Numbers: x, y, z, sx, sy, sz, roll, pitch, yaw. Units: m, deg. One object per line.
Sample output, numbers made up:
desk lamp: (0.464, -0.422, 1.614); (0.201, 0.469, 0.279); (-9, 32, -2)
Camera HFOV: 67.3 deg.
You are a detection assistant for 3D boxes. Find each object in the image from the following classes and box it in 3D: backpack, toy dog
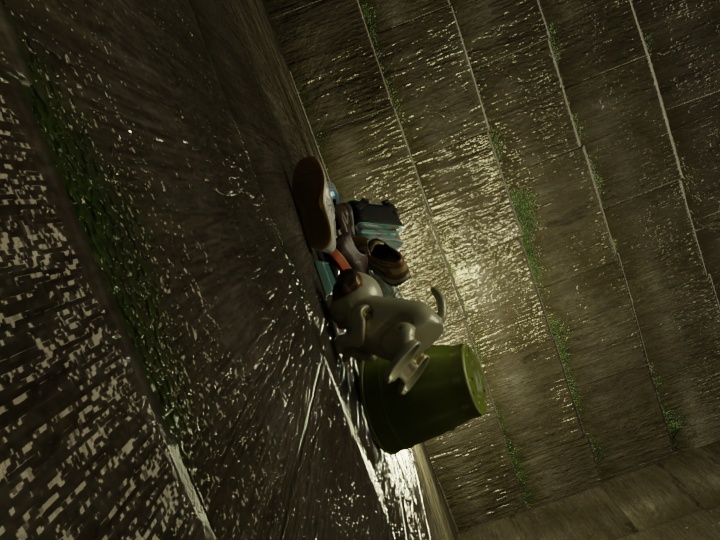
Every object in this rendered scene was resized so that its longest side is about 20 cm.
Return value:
backpack: (0.011, -0.079, 1.466); (0.200, 0.174, 0.155); (-47, -127, 48)
toy dog: (0.029, 0.079, 0.918); (0.199, 0.195, 0.139); (34, 0, 27)

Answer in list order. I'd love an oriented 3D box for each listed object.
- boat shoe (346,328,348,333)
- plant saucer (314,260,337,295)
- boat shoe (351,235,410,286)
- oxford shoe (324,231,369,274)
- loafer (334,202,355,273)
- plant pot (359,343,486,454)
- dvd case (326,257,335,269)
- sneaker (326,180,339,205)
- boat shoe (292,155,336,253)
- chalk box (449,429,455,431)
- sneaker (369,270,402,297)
boat shoe: (-0.003, 0.100, 1.185); (0.202, 0.073, 0.066); (-73, 148, -75)
plant saucer: (-0.065, 0.013, 1.118); (0.200, 0.019, 0.071); (4, 66, -87)
boat shoe: (0.039, -0.040, 1.233); (0.199, 0.075, 0.075); (32, -32, 41)
oxford shoe: (0.000, 0.000, 1.194); (0.071, 0.073, 0.201); (30, -17, 48)
loafer: (-0.052, -0.070, 1.344); (0.073, 0.070, 0.203); (-28, -112, 49)
plant pot: (0.127, 0.223, 1.010); (0.201, 0.191, 0.203); (49, 32, -45)
dvd case: (-0.101, -0.112, 1.322); (0.149, 0.016, 0.202); (-100, 172, -72)
sneaker: (-0.086, -0.154, 1.438); (0.201, 0.071, 0.073); (80, 13, -60)
boat shoe: (-0.088, -0.127, 1.075); (0.069, 0.070, 0.203); (42, 36, -68)
chalk box: (0.152, 0.310, 1.275); (0.200, 0.122, 0.126); (-37, 120, -87)
sneaker: (0.065, 0.055, 1.338); (0.200, 0.081, 0.070); (41, 25, 6)
